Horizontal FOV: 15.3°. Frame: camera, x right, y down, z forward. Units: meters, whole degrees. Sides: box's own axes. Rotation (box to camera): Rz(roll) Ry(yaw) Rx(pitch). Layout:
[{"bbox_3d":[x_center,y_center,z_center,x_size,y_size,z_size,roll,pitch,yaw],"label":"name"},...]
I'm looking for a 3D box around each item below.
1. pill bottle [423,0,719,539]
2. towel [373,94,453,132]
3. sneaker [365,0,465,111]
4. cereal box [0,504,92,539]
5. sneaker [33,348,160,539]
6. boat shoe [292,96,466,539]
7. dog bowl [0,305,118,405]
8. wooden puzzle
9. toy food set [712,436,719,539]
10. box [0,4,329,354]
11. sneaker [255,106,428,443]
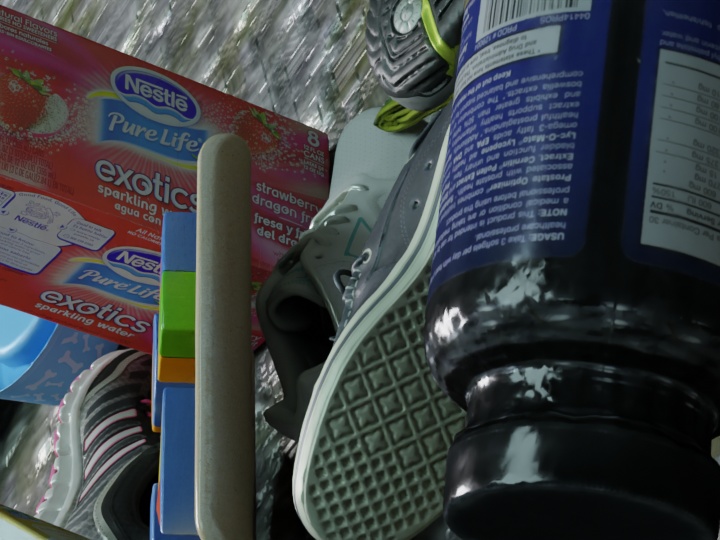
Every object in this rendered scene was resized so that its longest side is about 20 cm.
[{"bbox_3d":[0.079,-0.011,0.859,0.112,0.112,0.200,-26,49,53],"label":"pill bottle"},{"bbox_3d":[0.057,-0.155,1.176,0.086,0.018,0.200,-25,40,53],"label":"towel"},{"bbox_3d":[0.073,-0.145,1.078,0.075,0.076,0.200,14,70,51],"label":"sneaker"},{"bbox_3d":[-0.030,0.148,0.919,0.200,0.144,0.040,24,85,33],"label":"cereal box"},{"bbox_3d":[-0.097,0.101,1.251,0.087,0.074,0.200,-15,28,17],"label":"sneaker"},{"bbox_3d":[0.029,0.013,1.006,0.200,0.075,0.062,-68,15,-11],"label":"boat shoe"},{"bbox_3d":[-0.184,-0.002,1.487,0.112,0.050,0.200,-51,37,17],"label":"dog bowl"},{"bbox_3d":[-0.067,0.067,1.119,0.200,0.046,0.186,93,175,-64],"label":"wooden puzzle"},{"bbox_3d":[0.098,0.055,0.928,0.143,0.060,0.200,-8,64,61],"label":"toy food set"},{"bbox_3d":[-0.121,-0.036,1.250,0.100,0.200,0.096,-39,41,45],"label":"box"},{"bbox_3d":[0.000,0.000,1.134,0.070,0.080,0.201,-47,32,39],"label":"sneaker"}]
